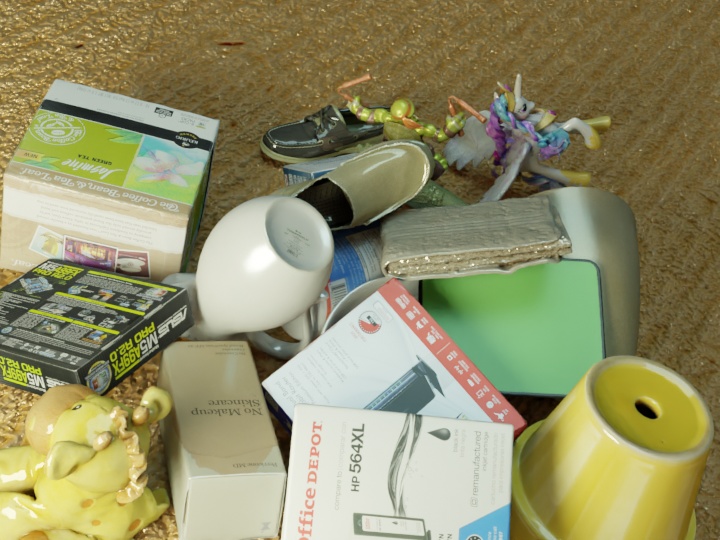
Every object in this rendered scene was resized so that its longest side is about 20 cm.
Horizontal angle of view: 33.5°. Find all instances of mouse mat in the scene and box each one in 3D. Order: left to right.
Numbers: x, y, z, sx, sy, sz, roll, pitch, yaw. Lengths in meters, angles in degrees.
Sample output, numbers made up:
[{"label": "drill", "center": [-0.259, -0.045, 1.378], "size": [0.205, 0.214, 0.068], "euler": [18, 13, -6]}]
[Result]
[{"label": "mouse mat", "center": [0.158, 0.055, 1.250], "size": [0.197, 0.008, 0.163], "euler": [3, 63, -1]}]

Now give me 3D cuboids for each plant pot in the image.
[{"label": "plant pot", "center": [0.242, 0.043, 1.351], "size": [0.185, 0.188, 0.202], "euler": [4, 53, -15]}, {"label": "plant pot", "center": [0.245, 0.193, 1.151], "size": [0.198, 0.190, 0.202], "euler": [11, 39, -9]}]

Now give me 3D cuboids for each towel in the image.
[{"label": "towel", "center": [0.077, -0.095, 1.463], "size": [0.147, 0.037, 0.200], "euler": [28, 8, -26]}, {"label": "towel", "center": [0.118, -0.035, 1.261], "size": [0.197, 0.035, 0.133], "euler": [-5, 24, 2]}]

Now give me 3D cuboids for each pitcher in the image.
[{"label": "pitcher", "center": [-0.092, 0.018, 1.205], "size": [0.170, 0.200, 0.122], "euler": [26, 51, -23]}]

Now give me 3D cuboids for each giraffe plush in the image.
[{"label": "giraffe plush", "center": [-0.240, 0.171, 1.021], "size": [0.197, 0.164, 0.173], "euler": [16, 39, 0]}]

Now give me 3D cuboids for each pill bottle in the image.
[{"label": "pill bottle", "center": [0.000, 0.000, 1.347], "size": [0.198, 0.113, 0.112], "euler": [-17, 50, -36]}]

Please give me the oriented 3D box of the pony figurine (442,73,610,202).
[{"label": "pony figurine", "center": [0.211, -0.158, 1.570], "size": [0.198, 0.194, 0.168], "euler": [16, 38, -31]}]

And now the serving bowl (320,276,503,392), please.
[{"label": "serving bowl", "center": [0.048, 0.108, 1.253], "size": [0.197, 0.066, 0.203], "euler": [4, 63, -8]}]

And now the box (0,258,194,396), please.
[{"label": "box", "center": [-0.289, 0.056, 1.173], "size": [0.198, 0.045, 0.160], "euler": [10, 32, 31]}]

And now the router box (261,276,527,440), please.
[{"label": "router box", "center": [0.031, 0.138, 1.166], "size": [0.179, 0.049, 0.200], "euler": [-38, 75, -21]}]

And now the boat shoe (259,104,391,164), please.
[{"label": "boat shoe", "center": [-0.039, -0.189, 1.586], "size": [0.198, 0.067, 0.072], "euler": [-7, 45, -27]}]

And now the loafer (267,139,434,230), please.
[{"label": "loafer", "center": [-0.008, -0.079, 1.264], "size": [0.198, 0.076, 0.068], "euler": [-25, 15, -7]}]

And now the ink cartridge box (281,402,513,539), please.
[{"label": "ink cartridge box", "center": [0.030, 0.206, 1.061], "size": [0.197, 0.084, 0.148], "euler": [5, 71, -1]}]

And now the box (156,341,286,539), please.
[{"label": "box", "center": [-0.134, 0.156, 1.118], "size": [0.094, 0.079, 0.201], "euler": [0, 32, -19]}]

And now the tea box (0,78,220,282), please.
[{"label": "tea box", "center": [-0.275, -0.088, 1.332], "size": [0.197, 0.135, 0.198], "euler": [13, 40, -5]}]

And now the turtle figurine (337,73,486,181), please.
[{"label": "turtle figurine", "center": [0.069, -0.172, 1.520], "size": [0.197, 0.162, 0.065], "euler": [12, 69, 18]}]

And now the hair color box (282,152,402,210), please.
[{"label": "hair color box", "center": [-0.025, -0.098, 1.398], "size": [0.099, 0.061, 0.200], "euler": [-11, 9, -11]}]
